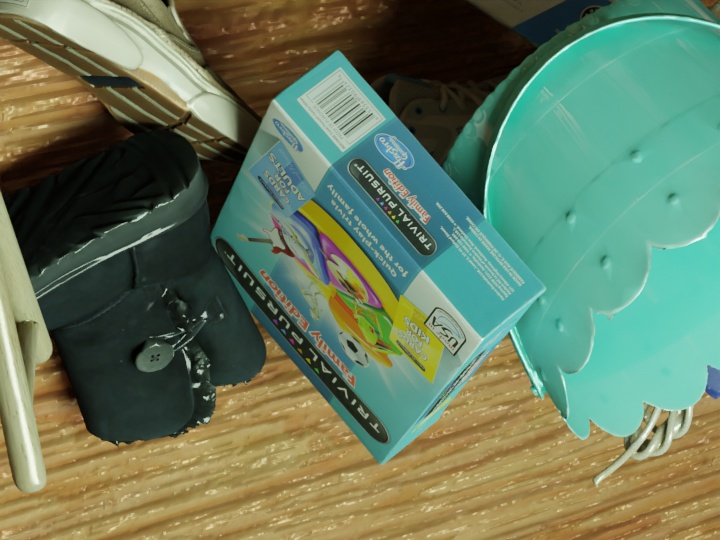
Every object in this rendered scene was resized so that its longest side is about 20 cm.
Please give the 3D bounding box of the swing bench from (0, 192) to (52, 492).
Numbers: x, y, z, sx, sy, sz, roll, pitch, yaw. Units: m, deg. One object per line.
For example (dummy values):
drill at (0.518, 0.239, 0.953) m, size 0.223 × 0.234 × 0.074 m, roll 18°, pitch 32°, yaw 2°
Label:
swing bench at (-0.251, 0.001, 1.106) m, size 0.198 × 0.130 × 0.201 m, roll -11°, pitch 120°, yaw 0°

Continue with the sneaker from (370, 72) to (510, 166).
sneaker at (0.047, -0.077, 1.389) m, size 0.199 × 0.075 × 0.087 m, roll -33°, pitch 126°, yaw -20°

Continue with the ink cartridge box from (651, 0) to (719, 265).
ink cartridge box at (0.169, -0.037, 1.460) m, size 0.200 × 0.075 × 0.165 m, roll -49°, pitch 164°, yaw -4°

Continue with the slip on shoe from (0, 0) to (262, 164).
slip on shoe at (-0.106, -0.110, 1.248) m, size 0.200 × 0.076 × 0.061 m, roll 32°, pitch 70°, yaw -46°

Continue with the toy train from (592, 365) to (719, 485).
toy train at (0.196, 0.028, 1.430) m, size 0.085 × 0.116 × 0.200 m, roll 41°, pitch 105°, yaw -3°

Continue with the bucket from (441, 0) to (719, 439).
bucket at (0.144, -0.032, 1.275) m, size 0.207 × 0.135 × 0.208 m, roll -31°, pitch 154°, yaw -17°

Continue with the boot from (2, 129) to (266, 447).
boot at (-0.150, 0.034, 1.292) m, size 0.199 × 0.077 × 0.169 m, roll -26°, pitch 137°, yaw -12°

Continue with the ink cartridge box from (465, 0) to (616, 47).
ink cartridge box at (0.138, -0.207, 1.338) m, size 0.201 × 0.116 × 0.067 m, roll -57°, pitch 177°, yaw 5°

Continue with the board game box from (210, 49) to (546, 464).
board game box at (0.000, 0.000, 1.273) m, size 0.047 × 0.151 × 0.200 m, roll -37°, pitch 171°, yaw -24°
